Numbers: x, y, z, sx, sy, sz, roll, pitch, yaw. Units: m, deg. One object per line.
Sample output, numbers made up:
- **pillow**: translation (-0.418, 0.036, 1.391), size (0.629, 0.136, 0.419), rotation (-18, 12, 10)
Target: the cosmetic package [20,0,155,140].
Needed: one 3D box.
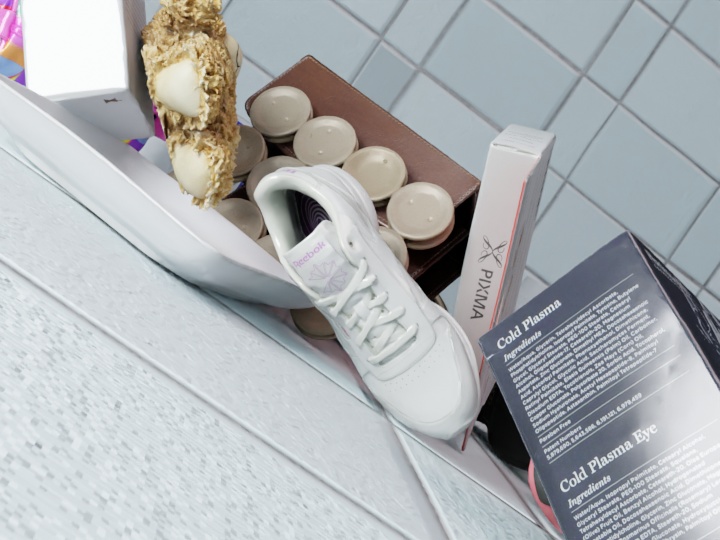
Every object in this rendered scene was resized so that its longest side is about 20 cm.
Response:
- **cosmetic package**: translation (-0.194, -0.202, 0.777), size (0.070, 0.204, 0.102), rotation (-7, -11, -1)

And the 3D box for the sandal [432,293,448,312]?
- **sandal**: translation (-0.001, 0.000, 0.940), size (0.202, 0.080, 0.057), rotation (52, 7, 24)

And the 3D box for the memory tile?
- **memory tile**: translation (-0.042, -0.048, 0.812), size (0.199, 0.153, 0.017), rotation (37, -20, 26)

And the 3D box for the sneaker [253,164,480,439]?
- **sneaker**: translation (-0.003, 0.020, 0.679), size (0.201, 0.075, 0.099), rotation (55, 18, 15)

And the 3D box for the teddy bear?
- **teddy bear**: translation (-0.103, -0.119, 0.719), size (0.200, 0.066, 0.147), rotation (-127, -156, -76)

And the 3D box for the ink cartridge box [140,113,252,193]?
- **ink cartridge box**: translation (-0.152, -0.113, 1.053), size (0.039, 0.100, 0.200), rotation (34, 3, -47)

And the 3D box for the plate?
- **plate**: translation (-0.129, -0.039, 0.691), size (0.199, 0.033, 0.199), rotation (37, 1, 17)

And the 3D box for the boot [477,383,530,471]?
- **boot**: translation (0.181, 0.135, 0.951), size (0.172, 0.070, 0.200), rotation (21, 6, -22)

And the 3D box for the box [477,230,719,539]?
- **box**: translation (0.179, 0.111, 0.579), size (0.199, 0.104, 0.184), rotation (34, 26, -45)

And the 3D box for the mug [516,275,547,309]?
- **mug**: translation (0.276, 0.123, 1.758), size (0.147, 0.177, 0.200), rotation (35, 2, 7)

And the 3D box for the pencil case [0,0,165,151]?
- **pencil case**: translation (-0.238, -0.160, 0.881), size (0.088, 0.089, 0.199), rotation (37, 5, 31)

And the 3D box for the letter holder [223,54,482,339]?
- **letter holder**: translation (-0.022, -0.053, 0.879), size (0.199, 0.142, 0.101), rotation (40, -26, 26)

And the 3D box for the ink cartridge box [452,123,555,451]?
- **ink cartridge box**: translation (0.094, 0.006, 0.810), size (0.043, 0.203, 0.174), rotation (15, 19, 13)

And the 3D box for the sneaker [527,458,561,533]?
- **sneaker**: translation (0.154, 0.157, 0.767), size (0.086, 0.075, 0.199), rotation (11, -15, 41)
